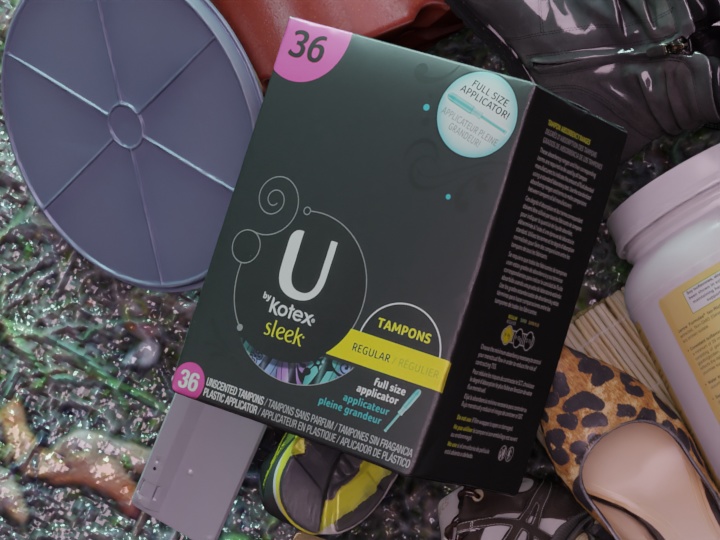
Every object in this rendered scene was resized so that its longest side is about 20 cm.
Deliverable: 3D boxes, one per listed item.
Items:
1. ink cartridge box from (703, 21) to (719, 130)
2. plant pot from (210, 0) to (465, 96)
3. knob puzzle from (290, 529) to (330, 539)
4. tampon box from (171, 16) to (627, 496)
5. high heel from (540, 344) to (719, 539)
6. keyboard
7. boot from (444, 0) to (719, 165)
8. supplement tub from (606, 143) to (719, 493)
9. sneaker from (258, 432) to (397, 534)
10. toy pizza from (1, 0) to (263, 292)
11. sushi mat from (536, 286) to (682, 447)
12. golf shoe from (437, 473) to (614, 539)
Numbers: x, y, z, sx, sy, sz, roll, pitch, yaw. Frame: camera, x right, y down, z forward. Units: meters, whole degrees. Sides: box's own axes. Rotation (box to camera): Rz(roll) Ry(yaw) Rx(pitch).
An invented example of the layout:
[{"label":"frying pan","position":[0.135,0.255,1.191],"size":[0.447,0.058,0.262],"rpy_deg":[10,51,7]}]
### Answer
[{"label":"ink cartridge box","position":[0.192,-0.111,1.498],"size":[0.199,0.094,0.044],"rpy_deg":[13,83,7]},{"label":"plant pot","position":[-0.026,-0.210,1.496],"size":[0.200,0.201,0.196],"rpy_deg":[-22,88,2]},{"label":"knob puzzle","position":[0.012,0.265,1.480],"size":[0.218,0.030,0.221],"rpy_deg":[0,91,-8]},{"label":"tampon box","position":[0.022,-0.006,1.356],"size":[0.149,0.126,0.201],"rpy_deg":[17,90,28]},{"label":"high heel","position":[0.161,0.128,1.375],"size":[0.071,0.143,0.200],"rpy_deg":[-35,112,0]},{"label":"keyboard","position":[-0.071,0.062,1.488],"size":[0.056,0.011,0.201],"rpy_deg":[26,113,7]},{"label":"boot","position":[0.119,-0.152,1.399],"size":[0.131,0.070,0.201],"rpy_deg":[-27,96,39]},{"label":"supplement tub","position":[0.231,0.035,1.444],"size":[0.145,0.145,0.201],"rpy_deg":[-26,79,1]},{"label":"sneaker","position":[0.013,0.068,1.497],"size":[0.200,0.085,0.075],"rpy_deg":[-40,103,-23]},{"label":"toy pizza","position":[-0.123,-0.086,1.509],"size":[0.199,0.032,0.201],"rpy_deg":[16,118,33]},{"label":"sushi mat","position":[0.170,0.111,1.505],"size":[0.095,0.012,0.200],"rpy_deg":[-36,79,0]},{"label":"golf shoe","position":[0.065,0.166,1.430],"size":[0.094,0.200,0.078],"rpy_deg":[35,118,18]}]
